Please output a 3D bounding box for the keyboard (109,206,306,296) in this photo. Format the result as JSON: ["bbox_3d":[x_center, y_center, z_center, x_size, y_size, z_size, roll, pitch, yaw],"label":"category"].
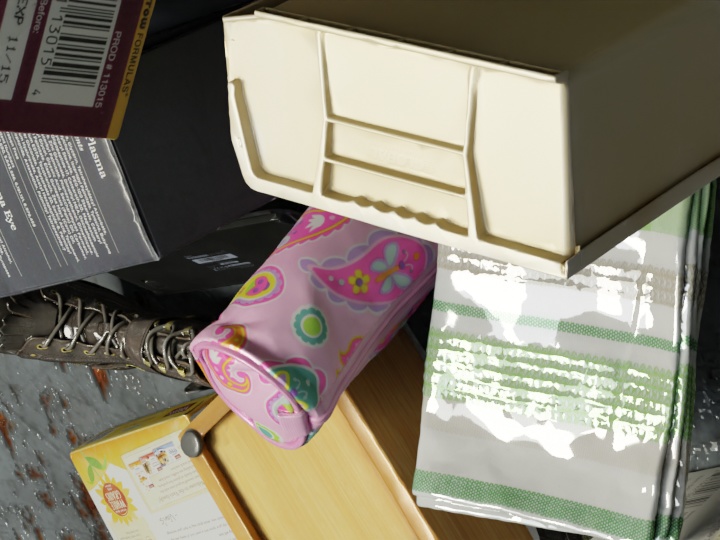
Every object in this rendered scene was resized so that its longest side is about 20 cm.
[{"bbox_3d":[-0.066,-0.006,1.318,0.200,0.127,0.021,-7,65,46],"label":"keyboard"}]

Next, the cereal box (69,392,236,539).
[{"bbox_3d":[-0.102,0.190,1.499,0.144,0.040,0.200,-20,100,47],"label":"cereal box"}]

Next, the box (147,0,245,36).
[{"bbox_3d":[-0.165,-0.226,1.219,0.197,0.117,0.200,-12,85,46],"label":"box"}]

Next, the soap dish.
[{"bbox_3d":[-0.006,0.122,1.259,0.157,0.081,0.200,-44,70,35],"label":"soap dish"}]

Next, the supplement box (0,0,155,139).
[{"bbox_3d":[-0.198,-0.159,1.097,0.200,0.103,0.131,29,109,40],"label":"supplement box"}]

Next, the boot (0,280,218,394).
[{"bbox_3d":[-0.152,0.035,1.368,0.174,0.200,0.069,11,90,45],"label":"boot"}]

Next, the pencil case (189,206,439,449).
[{"bbox_3d":[0.000,0.000,1.184,0.087,0.200,0.087,34,154,19],"label":"pencil case"}]

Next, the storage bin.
[{"bbox_3d":[0.070,-0.096,1.059,0.198,0.200,0.094,16,122,35],"label":"storage bin"}]

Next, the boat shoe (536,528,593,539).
[{"bbox_3d":[0.097,0.142,1.272,0.073,0.065,0.200,-27,94,48],"label":"boat shoe"}]

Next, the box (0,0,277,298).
[{"bbox_3d":[-0.120,-0.073,1.245,0.182,0.200,0.104,-13,103,46],"label":"box"}]

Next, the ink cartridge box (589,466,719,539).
[{"bbox_3d":[0.217,0.185,1.128,0.200,0.147,0.145,-19,101,47],"label":"ink cartridge box"}]

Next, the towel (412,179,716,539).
[{"bbox_3d":[0.098,0.033,1.119,0.149,0.031,0.200,8,96,27],"label":"towel"}]
